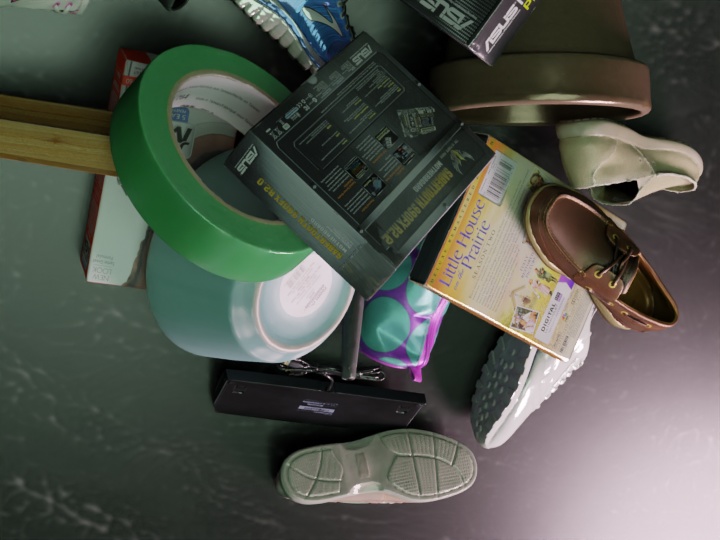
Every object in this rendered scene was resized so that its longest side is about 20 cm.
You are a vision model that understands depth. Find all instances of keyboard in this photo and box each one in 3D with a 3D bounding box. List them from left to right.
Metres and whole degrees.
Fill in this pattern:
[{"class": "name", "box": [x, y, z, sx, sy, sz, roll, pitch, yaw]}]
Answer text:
[{"class": "keyboard", "box": [-0.034, 0.113, 1.545, 0.198, 0.021, 0.127, 8, 148, -17]}]

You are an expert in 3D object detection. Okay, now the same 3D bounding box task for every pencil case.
[{"class": "pencil case", "box": [0.065, -0.006, 1.529, 0.092, 0.085, 0.201, 32, 101, 23]}]

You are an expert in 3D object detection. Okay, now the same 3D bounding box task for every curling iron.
[{"class": "curling iron", "box": [0.000, 0.000, 1.503, 0.025, 0.049, 0.202, 17, 78, -34]}]

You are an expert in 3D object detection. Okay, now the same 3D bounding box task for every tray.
[{"class": "tray", "box": [-0.272, -0.116, 1.368, 0.198, 0.099, 0.037, 9, 106, 8]}]

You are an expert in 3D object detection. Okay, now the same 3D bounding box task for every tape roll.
[{"class": "tape roll", "box": [-0.106, -0.088, 1.326, 0.200, 0.201, 0.048, 33, 131, -21]}]

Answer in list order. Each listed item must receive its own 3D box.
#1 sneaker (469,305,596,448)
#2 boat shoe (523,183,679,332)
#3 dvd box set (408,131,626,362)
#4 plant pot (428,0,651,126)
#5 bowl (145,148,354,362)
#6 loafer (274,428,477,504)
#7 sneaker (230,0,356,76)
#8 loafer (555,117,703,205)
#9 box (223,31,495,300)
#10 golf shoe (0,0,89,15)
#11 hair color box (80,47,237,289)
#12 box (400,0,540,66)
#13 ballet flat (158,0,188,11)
[{"class": "sneaker", "box": [0.176, 0.090, 1.599, 0.080, 0.076, 0.201, 21, 103, -29]}, {"class": "boat shoe", "box": [0.224, -0.010, 1.488, 0.200, 0.067, 0.072, 42, 75, -35]}, {"class": "dvd box set", "box": [0.146, -0.018, 1.491, 0.199, 0.029, 0.147, 27, 84, -37]}, {"class": "plant pot", "box": [0.158, -0.222, 1.446, 0.198, 0.200, 0.176, 1, 89, -14]}, {"class": "bowl", "box": [-0.079, 0.001, 1.444, 0.200, 0.105, 0.203, -20, 122, -35]}, {"class": "loafer", "box": [0.013, 0.196, 1.604, 0.198, 0.063, 0.073, -1, 75, -16]}, {"class": "sneaker", "box": [-0.032, -0.221, 1.443, 0.200, 0.079, 0.089, 41, 97, -21]}, {"class": "loafer", "box": [0.247, -0.093, 1.523, 0.199, 0.075, 0.069, 11, 85, -44]}, {"class": "box", "box": [0.004, -0.090, 1.336, 0.158, 0.200, 0.048, 43, 133, -1]}, {"class": "golf shoe", "box": [-0.269, -0.247, 1.379, 0.199, 0.073, 0.093, -28, 113, -4]}, {"class": "hair color box", "box": [-0.177, -0.086, 1.459, 0.110, 0.064, 0.202, 8, 106, -17]}, {"class": "box", "box": [0.088, -0.289, 1.390, 0.161, 0.200, 0.044, -52, 141, 6]}, {"class": "ballet flat", "box": [-0.087, -0.280, 1.379, 0.199, 0.066, 0.057, -25, 82, 8]}]
